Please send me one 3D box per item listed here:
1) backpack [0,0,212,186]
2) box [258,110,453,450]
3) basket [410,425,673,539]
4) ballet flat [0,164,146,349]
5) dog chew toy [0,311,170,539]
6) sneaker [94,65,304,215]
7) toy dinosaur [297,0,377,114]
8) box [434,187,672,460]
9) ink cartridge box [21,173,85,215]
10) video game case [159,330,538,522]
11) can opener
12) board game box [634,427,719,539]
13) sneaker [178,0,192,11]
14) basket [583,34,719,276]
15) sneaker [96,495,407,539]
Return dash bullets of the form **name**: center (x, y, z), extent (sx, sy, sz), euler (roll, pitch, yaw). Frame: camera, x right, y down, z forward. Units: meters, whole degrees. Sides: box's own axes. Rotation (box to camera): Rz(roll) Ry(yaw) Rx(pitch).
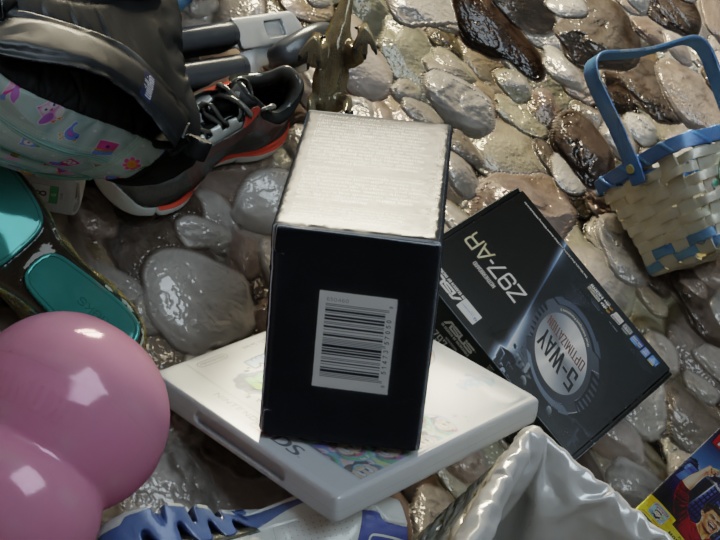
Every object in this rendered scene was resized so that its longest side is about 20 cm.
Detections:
- **backpack**: center (-0.205, -0.134, 1.015), extent (0.199, 0.126, 0.168), euler (12, 52, -49)
- **box**: center (0.000, 0.000, 1.065), extent (0.106, 0.150, 0.200), euler (6, 26, 2)
- **basket**: center (0.108, 0.251, 1.010), extent (0.200, 0.161, 0.199), euler (39, 45, -1)
- **ballet flat**: center (-0.218, -0.003, 1.047), extent (0.200, 0.071, 0.071), euler (45, 45, 7)
- **dog chew toy**: center (-0.196, 0.124, 0.929), extent (0.124, 0.125, 0.201), euler (34, 63, -8)
- **sneaker**: center (-0.117, -0.110, 1.183), extent (0.077, 0.082, 0.200), euler (48, 45, 7)
- **toy dinosaur**: center (-0.020, -0.166, 1.238), extent (0.058, 0.101, 0.202), euler (11, 91, -5)
- **box**: center (0.134, 0.047, 1.264), extent (0.160, 0.044, 0.201), euler (-30, 77, -44)
- **ink cartridge box**: center (-0.282, -0.129, 1.125), extent (0.198, 0.050, 0.162), euler (10, 51, -7)
- **video game case**: center (-0.009, 0.086, 1.086), extent (0.181, 0.024, 0.199), euler (28, 33, 37)
- **can opener**: center (-0.098, -0.174, 1.245), extent (0.199, 0.067, 0.054), euler (-18, 89, -49)
- **board game box**: center (0.305, 0.231, 1.230), extent (0.199, 0.062, 0.201), euler (-29, 77, -45)
- **sneaker**: center (-0.151, -0.244, 1.254), extent (0.078, 0.090, 0.200), euler (39, 48, -2)
- **basket**: center (0.290, -0.109, 1.418), extent (0.175, 0.139, 0.202), euler (-17, 78, -40)
- **sneaker**: center (-0.063, 0.207, 0.994), extent (0.197, 0.081, 0.116), euler (-1, 62, -27)
